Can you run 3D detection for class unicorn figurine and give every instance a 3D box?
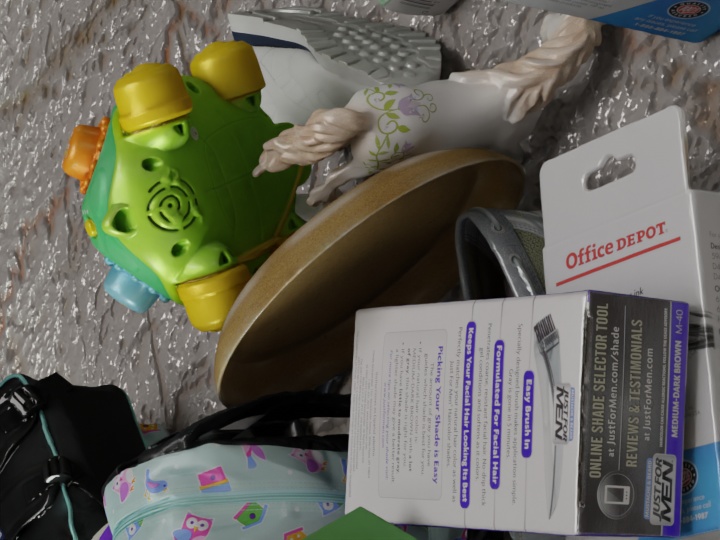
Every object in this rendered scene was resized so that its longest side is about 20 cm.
[{"bbox_3d":[0.051,-0.086,1.285,0.074,0.200,0.137,58,151,8],"label":"unicorn figurine"}]

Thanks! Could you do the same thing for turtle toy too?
[{"bbox_3d":[-0.089,-0.046,1.330,0.101,0.200,0.146,-14,97,31],"label":"turtle toy"}]

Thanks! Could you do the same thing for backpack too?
[{"bbox_3d":[-0.192,0.188,1.556,0.200,0.153,0.176,-55,43,22],"label":"backpack"},{"bbox_3d":[-0.037,0.146,1.295,0.167,0.200,0.127,-42,52,43],"label":"backpack"}]

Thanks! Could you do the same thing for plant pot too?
[{"bbox_3d":[0.000,0.000,1.271,0.027,0.200,0.200,52,129,18],"label":"plant pot"}]

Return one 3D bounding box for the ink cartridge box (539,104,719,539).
[{"bbox_3d":[0.150,0.034,1.157,0.116,0.067,0.200,-23,66,53],"label":"ink cartridge box"}]

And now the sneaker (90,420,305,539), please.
[{"bbox_3d":[-0.089,0.137,1.411,0.070,0.200,0.100,44,123,-4],"label":"sneaker"}]

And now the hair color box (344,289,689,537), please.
[{"bbox_3d":[0.070,0.070,1.155,0.200,0.065,0.110,-6,80,60],"label":"hair color box"}]

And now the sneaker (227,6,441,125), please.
[{"bbox_3d":[-0.013,-0.106,1.431,0.200,0.076,0.081,26,117,59],"label":"sneaker"}]

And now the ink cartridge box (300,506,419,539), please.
[{"bbox_3d":[0.043,0.223,1.111,0.200,0.084,0.146,26,122,32],"label":"ink cartridge box"}]

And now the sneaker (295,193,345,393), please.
[{"bbox_3d":[-0.064,0.026,1.461,0.199,0.079,0.130,0,75,46],"label":"sneaker"}]

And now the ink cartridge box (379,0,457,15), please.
[{"bbox_3d":[0.056,-0.268,1.368,0.161,0.050,0.200,-37,57,47],"label":"ink cartridge box"}]

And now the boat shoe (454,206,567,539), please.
[{"bbox_3d":[0.086,0.066,1.247,0.074,0.065,0.202,-20,70,53],"label":"boat shoe"}]

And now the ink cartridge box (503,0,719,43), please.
[{"bbox_3d":[0.161,-0.194,1.112,0.200,0.144,0.085,-33,57,49],"label":"ink cartridge box"}]
